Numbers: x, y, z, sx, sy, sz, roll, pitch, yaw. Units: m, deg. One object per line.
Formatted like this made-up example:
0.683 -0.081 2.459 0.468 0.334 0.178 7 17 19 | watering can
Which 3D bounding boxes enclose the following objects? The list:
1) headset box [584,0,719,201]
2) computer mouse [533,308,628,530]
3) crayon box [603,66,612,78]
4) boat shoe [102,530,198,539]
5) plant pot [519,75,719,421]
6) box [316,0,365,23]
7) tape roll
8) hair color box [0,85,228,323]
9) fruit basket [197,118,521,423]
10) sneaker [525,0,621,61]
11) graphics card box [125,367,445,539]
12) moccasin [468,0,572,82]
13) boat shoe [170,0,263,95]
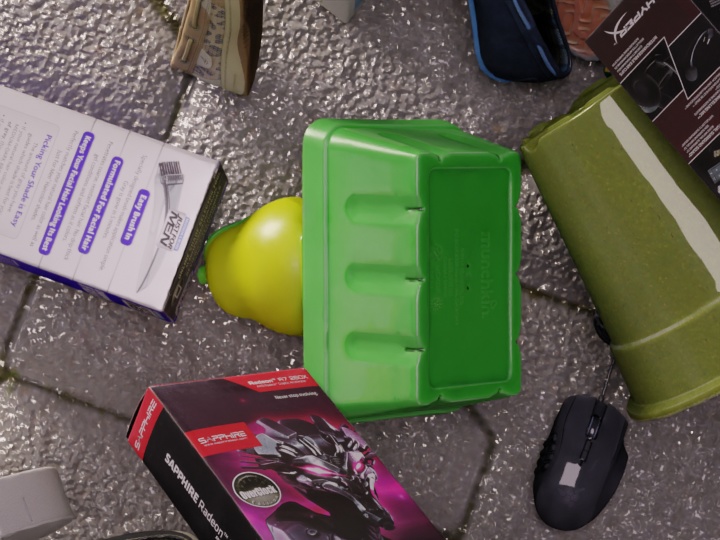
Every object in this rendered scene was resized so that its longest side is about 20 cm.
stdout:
0.253 -0.100 1.209 0.200 0.077 0.149 52 40 10 | headset box
0.169 0.082 1.378 0.058 0.034 0.201 20 81 2 | computer mouse
0.275 -0.158 1.346 0.200 0.058 0.119 10 66 34 | crayon box
-0.195 0.222 1.329 0.199 0.068 0.072 -17 81 -6 | boat shoe
0.203 -0.038 1.295 0.200 0.200 0.190 -36 95 -6 | plant pot
-0.011 -0.261 1.338 0.101 0.200 0.113 39 82 4 | box
-0.278 0.176 1.265 0.202 0.203 0.037 -22 82 -5 | tape roll
-0.201 -0.050 1.365 0.199 0.065 0.110 20 81 7 | hair color box
0.000 0.000 1.345 0.155 0.215 0.216 -3 80 -39 | fruit basket
0.140 -0.246 1.406 0.080 0.071 0.200 -40 107 -46 | sneaker
-0.038 0.142 1.214 0.125 0.051 0.200 -3 41 -40 | graphics card box
0.108 -0.213 1.348 0.068 0.200 0.081 12 53 27 | moccasin
-0.099 -0.187 1.329 0.062 0.200 0.073 10 55 4 | boat shoe
